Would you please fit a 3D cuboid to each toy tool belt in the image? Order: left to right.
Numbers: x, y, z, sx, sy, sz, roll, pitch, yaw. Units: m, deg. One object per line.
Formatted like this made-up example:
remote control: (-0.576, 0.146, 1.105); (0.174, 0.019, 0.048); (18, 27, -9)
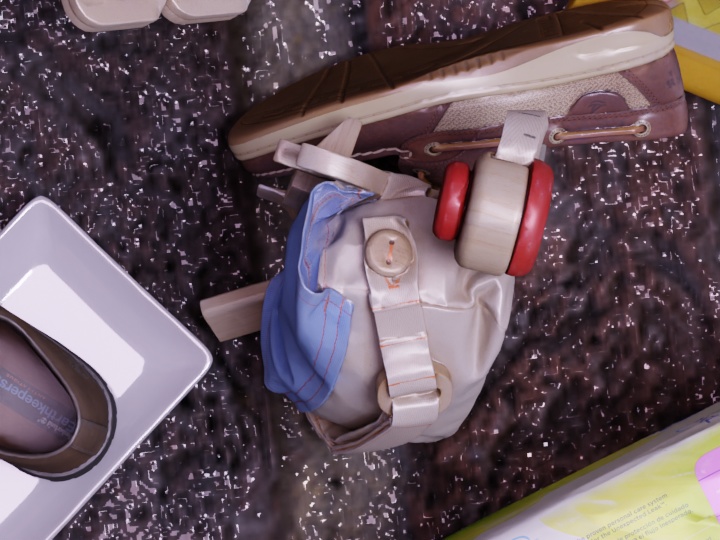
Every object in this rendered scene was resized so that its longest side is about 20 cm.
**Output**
toy tool belt: (0.000, 0.000, 1.127); (0.122, 0.200, 0.126); (13, 66, -3)

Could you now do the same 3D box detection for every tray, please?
tray: (-0.168, 0.075, 1.195); (0.107, 0.022, 0.200); (43, 84, 0)

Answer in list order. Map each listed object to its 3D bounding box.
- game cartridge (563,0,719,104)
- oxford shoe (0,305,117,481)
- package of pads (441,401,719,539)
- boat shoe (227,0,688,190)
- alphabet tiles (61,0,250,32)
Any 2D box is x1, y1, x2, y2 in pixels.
game cartridge: (0.206, -0.134, 1.177); (0.199, 0.033, 0.177); (22, 127, -1)
oxford shoe: (-0.191, 0.019, 1.146); (0.199, 0.084, 0.073); (26, 86, 1)
package of pads: (0.128, 0.104, 1.145); (0.199, 0.155, 0.068); (-27, 88, -5)
boat shoe: (0.043, -0.060, 1.192); (0.199, 0.072, 0.072); (-14, 108, 7)
alphabet tiles: (-0.111, -0.198, 1.167); (0.195, 0.015, 0.201); (-11, 81, -43)
